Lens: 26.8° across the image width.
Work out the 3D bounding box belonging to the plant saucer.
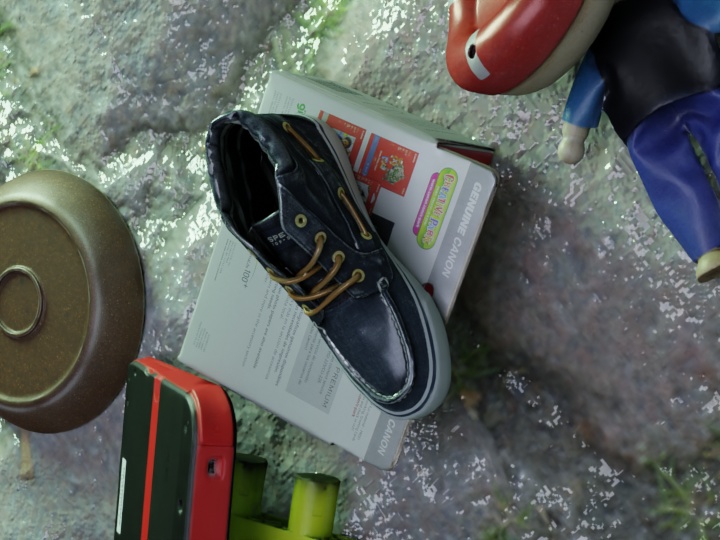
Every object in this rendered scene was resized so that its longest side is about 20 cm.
[{"bbox_3d":[-0.249,0.023,1.141,0.199,0.034,0.202,-1,89,33],"label":"plant saucer"}]

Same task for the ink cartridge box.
[{"bbox_3d":[0.000,0.000,0.953,0.175,0.084,0.201,26,104,28],"label":"ink cartridge box"}]

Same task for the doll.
[{"bbox_3d":[0.173,-0.095,0.865,0.136,0.048,0.201,-30,74,27],"label":"doll"}]

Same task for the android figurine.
[{"bbox_3d":[-0.066,0.230,1.018,0.181,0.041,0.202,8,93,32],"label":"android figurine"}]

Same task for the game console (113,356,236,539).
[{"bbox_3d":[-0.130,0.168,1.017,0.177,0.031,0.202,-168,83,-66],"label":"game console"}]

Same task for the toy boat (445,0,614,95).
[{"bbox_3d":[0.065,-0.200,0.861,0.130,0.130,0.202,-32,60,58],"label":"toy boat"}]

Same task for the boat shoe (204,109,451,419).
[{"bbox_3d":[-0.024,-0.002,0.867,0.071,0.091,0.201,-35,75,25],"label":"boat shoe"}]
